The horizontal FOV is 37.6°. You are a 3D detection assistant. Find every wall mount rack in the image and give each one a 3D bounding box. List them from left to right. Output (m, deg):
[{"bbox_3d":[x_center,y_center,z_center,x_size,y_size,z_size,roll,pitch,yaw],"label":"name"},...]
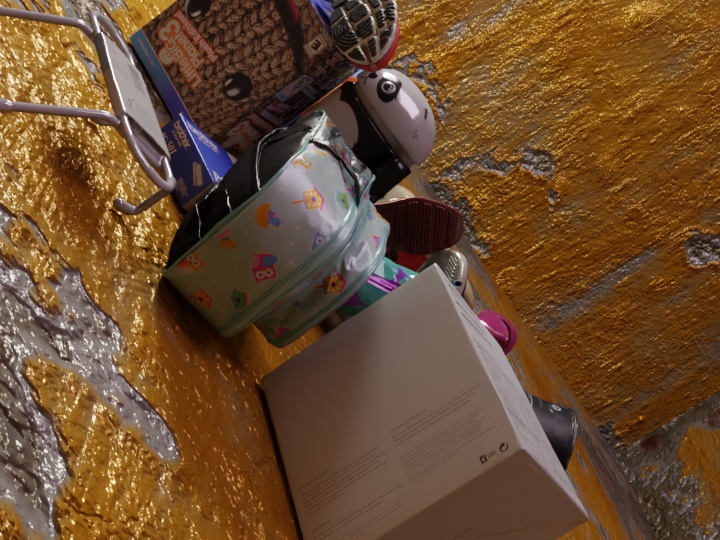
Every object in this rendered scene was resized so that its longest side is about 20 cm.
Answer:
[{"bbox_3d":[-0.221,-0.137,0.833,0.174,0.074,0.201,49,13,-52],"label":"wall mount rack"}]

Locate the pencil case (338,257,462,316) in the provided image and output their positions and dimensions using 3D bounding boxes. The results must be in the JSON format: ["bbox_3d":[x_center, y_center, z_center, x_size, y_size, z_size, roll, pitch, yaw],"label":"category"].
[{"bbox_3d":[0.019,0.020,1.222,0.198,0.086,0.092,23,-17,-21],"label":"pencil case"}]

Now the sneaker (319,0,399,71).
[{"bbox_3d":[0.013,-0.259,1.137,0.085,0.076,0.201,55,12,-34],"label":"sneaker"}]

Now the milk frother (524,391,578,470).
[{"bbox_3d":[0.119,0.212,1.218,0.186,0.202,0.181,24,1,-2],"label":"milk frother"}]

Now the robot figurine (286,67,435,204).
[{"bbox_3d":[-0.013,-0.133,1.155,0.151,0.199,0.125,56,10,7],"label":"robot figurine"}]

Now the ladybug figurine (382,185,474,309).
[{"bbox_3d":[0.080,-0.017,1.404,0.201,0.071,0.136,58,0,14],"label":"ladybug figurine"}]

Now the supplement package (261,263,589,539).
[{"bbox_3d":[0.048,0.148,0.882,0.147,0.190,0.201,47,15,-44],"label":"supplement package"}]

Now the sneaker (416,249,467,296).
[{"bbox_3d":[0.096,0.075,1.332,0.074,0.203,0.084,22,2,40],"label":"sneaker"}]

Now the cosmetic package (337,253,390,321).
[{"bbox_3d":[0.000,0.000,1.407,0.106,0.071,0.200,54,11,-14],"label":"cosmetic package"}]

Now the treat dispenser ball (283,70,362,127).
[{"bbox_3d":[-0.054,-0.178,1.329,0.202,0.200,0.201,53,11,-15],"label":"treat dispenser ball"}]

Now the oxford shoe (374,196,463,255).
[{"bbox_3d":[0.032,-0.061,1.300,0.197,0.072,0.075,3,10,-25],"label":"oxford shoe"}]

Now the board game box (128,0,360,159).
[{"bbox_3d":[-0.129,-0.244,1.188,0.161,0.199,0.097,58,12,12],"label":"board game box"}]

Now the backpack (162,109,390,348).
[{"bbox_3d":[-0.070,-0.027,0.903,0.154,0.175,0.200,53,18,-5],"label":"backpack"}]

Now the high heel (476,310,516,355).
[{"bbox_3d":[0.161,0.079,1.214,0.199,0.095,0.068,20,80,-57],"label":"high heel"}]

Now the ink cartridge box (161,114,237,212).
[{"bbox_3d":[-0.134,-0.075,1.100,0.095,0.044,0.200,61,11,28],"label":"ink cartridge box"}]
